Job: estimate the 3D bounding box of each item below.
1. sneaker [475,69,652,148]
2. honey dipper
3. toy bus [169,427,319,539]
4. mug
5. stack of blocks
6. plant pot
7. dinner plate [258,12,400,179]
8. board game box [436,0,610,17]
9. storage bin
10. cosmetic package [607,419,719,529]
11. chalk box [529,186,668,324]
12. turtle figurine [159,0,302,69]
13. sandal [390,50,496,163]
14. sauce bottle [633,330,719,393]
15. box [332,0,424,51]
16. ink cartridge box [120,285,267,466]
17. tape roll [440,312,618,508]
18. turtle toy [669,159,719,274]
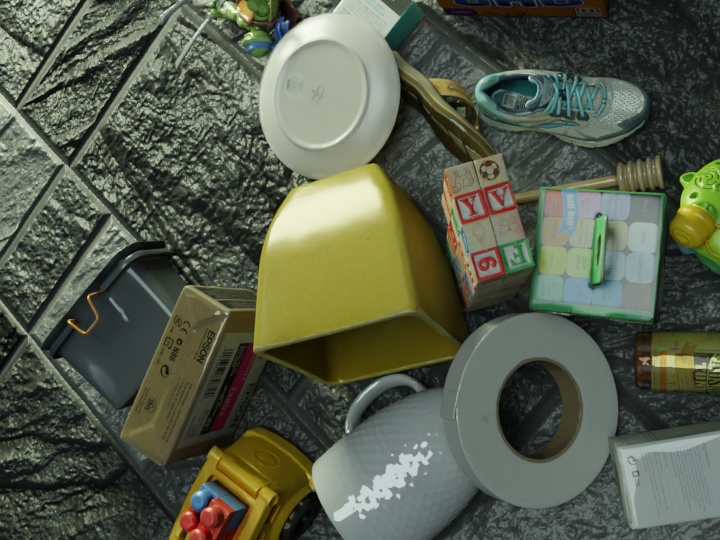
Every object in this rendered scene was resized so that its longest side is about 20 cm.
[{"bbox_3d":[0.219,-0.184,0.927,0.197,0.086,0.079,5,89,23],"label":"sneaker"},{"bbox_3d":[0.238,-0.095,0.941,0.197,0.038,0.039,-8,83,24],"label":"honey dipper"},{"bbox_3d":[-0.159,0.307,0.989,0.135,0.192,0.202,31,99,20],"label":"toy bus"},{"bbox_3d":[0.048,0.204,0.949,0.175,0.148,0.201,-40,42,9],"label":"mug"},{"bbox_3d":[0.129,-0.032,0.887,0.058,0.200,0.117,-15,78,1],"label":"stack of blocks"},{"bbox_3d":[0.000,0.000,0.955,0.192,0.195,0.203,-15,66,20],"label":"plant pot"},{"bbox_3d":[-0.045,-0.213,1.014,0.197,0.024,0.204,0,90,27],"label":"dinner plate"},{"bbox_3d":[0.174,-0.408,0.902,0.197,0.199,0.203,8,89,22],"label":"board game box"},{"bbox_3d":[-0.301,0.079,1.100,0.134,0.145,0.200,45,102,9],"label":"storage bin"},{"bbox_3d":[0.352,0.190,0.815,0.197,0.113,0.082,-11,82,12],"label":"cosmetic package"},{"bbox_3d":[0.242,-0.013,0.843,0.122,0.200,0.127,6,88,22],"label":"chalk box"},{"bbox_3d":[-0.178,-0.378,1.076,0.197,0.144,0.197,2,83,19],"label":"turtle figurine"},{"bbox_3d":[0.101,-0.199,0.991,0.054,0.080,0.201,-37,68,-5],"label":"sandal"},{"bbox_3d":[0.383,0.094,0.850,0.197,0.066,0.067,-3,85,24],"label":"sauce bottle"},{"bbox_3d":[-0.016,-0.272,1.050,0.082,0.049,0.201,44,102,19],"label":"box"},{"bbox_3d":[-0.188,0.125,1.027,0.074,0.164,0.202,26,96,19],"label":"ink cartridge box"},{"bbox_3d":[0.180,0.145,0.878,0.200,0.037,0.206,1,86,-20],"label":"tape roll"},{"bbox_3d":[0.402,-0.033,0.831,0.199,0.101,0.146,40,77,18],"label":"turtle toy"}]
